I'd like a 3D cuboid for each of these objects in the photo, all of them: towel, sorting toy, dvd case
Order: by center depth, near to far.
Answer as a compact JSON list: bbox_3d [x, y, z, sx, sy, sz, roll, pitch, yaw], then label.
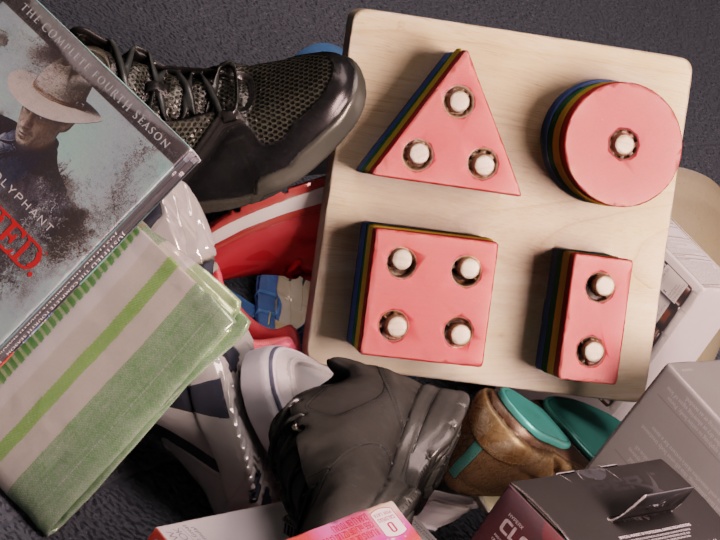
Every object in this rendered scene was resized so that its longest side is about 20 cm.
[{"bbox_3d":[-0.199,-0.033,1.287,0.146,0.200,0.022,44,-4,23],"label":"dvd case"},{"bbox_3d":[-0.173,0.016,1.291,0.200,0.153,0.023,42,-4,21],"label":"towel"},{"bbox_3d":[0.082,-0.033,1.385,0.199,0.200,0.070,7,4,-11],"label":"sorting toy"}]

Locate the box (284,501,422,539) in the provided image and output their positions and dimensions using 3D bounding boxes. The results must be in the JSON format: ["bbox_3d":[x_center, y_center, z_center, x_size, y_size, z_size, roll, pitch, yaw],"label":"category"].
[{"bbox_3d":[-0.050,0.190,1.067,0.199,0.103,0.095,-16,55,-37],"label":"box"}]

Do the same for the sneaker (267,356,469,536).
[{"bbox_3d":[-0.011,0.107,1.247,0.090,0.076,0.200,25,25,4],"label":"sneaker"}]

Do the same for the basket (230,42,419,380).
[{"bbox_3d":[-0.009,-0.027,1.541,0.200,0.176,0.139,37,23,-20],"label":"basket"}]

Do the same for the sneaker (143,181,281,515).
[{"bbox_3d":[-0.126,0.061,1.349,0.080,0.129,0.200,-55,126,-68],"label":"sneaker"}]

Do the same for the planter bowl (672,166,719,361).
[{"bbox_3d":[0.159,0.034,1.655,0.200,0.200,0.135,12,57,-41],"label":"planter bowl"}]

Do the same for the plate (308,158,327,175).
[{"bbox_3d":[-0.089,-0.086,1.621,0.199,0.033,0.199,-3,-9,44],"label":"plate"}]

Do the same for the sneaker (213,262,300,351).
[{"bbox_3d":[-0.119,0.018,1.419,0.200,0.087,0.074,33,22,-1],"label":"sneaker"}]

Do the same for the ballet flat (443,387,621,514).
[{"bbox_3d":[0.098,0.110,1.406,0.068,0.072,0.200,51,15,21],"label":"ballet flat"}]

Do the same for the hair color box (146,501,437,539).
[{"bbox_3d":[-0.023,0.174,1.264,0.111,0.064,0.200,45,26,23],"label":"hair color box"}]

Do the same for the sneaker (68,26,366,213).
[{"bbox_3d":[-0.101,-0.087,1.350,0.114,0.199,0.076,55,27,-45],"label":"sneaker"}]

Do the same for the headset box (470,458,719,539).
[{"bbox_3d":[0.094,0.179,1.231,0.075,0.200,0.148,45,24,27],"label":"headset box"}]

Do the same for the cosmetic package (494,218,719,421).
[{"bbox_3d":[0.142,0.063,1.527,0.051,0.200,0.083,5,35,-47],"label":"cosmetic package"}]

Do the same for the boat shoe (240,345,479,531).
[{"bbox_3d":[0.007,0.088,1.383,0.200,0.065,0.074,36,41,-52],"label":"boat shoe"}]

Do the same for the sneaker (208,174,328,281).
[{"bbox_3d":[0.000,0.000,1.436,0.078,0.199,0.116,-19,89,-85],"label":"sneaker"}]

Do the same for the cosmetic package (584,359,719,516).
[{"bbox_3d":[0.165,0.155,1.376,0.090,0.200,0.107,-2,45,-50],"label":"cosmetic package"}]
